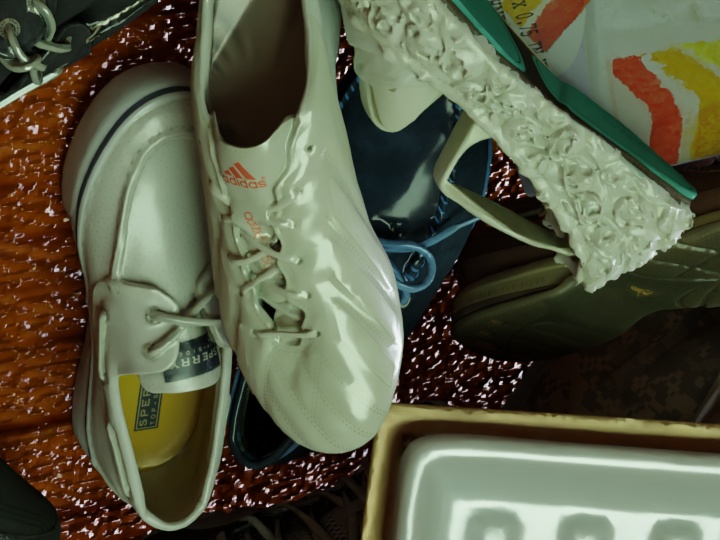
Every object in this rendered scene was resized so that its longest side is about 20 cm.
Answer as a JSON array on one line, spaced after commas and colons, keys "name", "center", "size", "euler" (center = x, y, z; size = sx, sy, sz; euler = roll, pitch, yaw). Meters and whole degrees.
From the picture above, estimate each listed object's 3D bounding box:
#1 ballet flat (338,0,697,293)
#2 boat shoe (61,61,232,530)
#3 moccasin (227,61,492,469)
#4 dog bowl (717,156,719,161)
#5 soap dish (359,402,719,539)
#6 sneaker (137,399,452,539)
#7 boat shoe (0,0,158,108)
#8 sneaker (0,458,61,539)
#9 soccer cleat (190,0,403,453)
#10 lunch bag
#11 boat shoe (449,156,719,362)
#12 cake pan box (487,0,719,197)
[{"name": "ballet flat", "center": [0.042, -0.059, 0.945], "size": [0.072, 0.072, 0.200], "euler": [-45, 117, 8]}, {"name": "boat shoe", "center": [-0.074, 0.017, 1.012], "size": [0.071, 0.070, 0.200], "euler": [-10, 130, -25]}, {"name": "moccasin", "center": [0.000, 0.000, 1.026], "size": [0.068, 0.080, 0.200], "euler": [-46, 155, -56]}, {"name": "dog bowl", "center": [0.215, -0.115, 1.096], "size": [0.200, 0.059, 0.200], "euler": [-17, 132, -19]}, {"name": "soap dish", "center": [0.087, 0.131, 1.037], "size": [0.200, 0.081, 0.157], "euler": [5, 97, -17]}, {"name": "sneaker", "center": [-0.012, 0.098, 1.086], "size": [0.200, 0.075, 0.116], "euler": [-7, 141, -33]}, {"name": "boat shoe", "center": [-0.122, -0.075, 0.897], "size": [0.200, 0.063, 0.073], "euler": [-31, 138, 4]}, {"name": "sneaker", "center": [-0.170, 0.058, 0.982], "size": [0.079, 0.075, 0.200], "euler": [-46, 136, 6]}, {"name": "soccer cleat", "center": [-0.029, -0.027, 0.946], "size": [0.069, 0.078, 0.200], "euler": [-6, 99, 13]}, {"name": "lunch bag", "center": [0.165, 0.063, 1.170], "size": [0.164, 0.118, 0.200], "euler": [10, 124, -37]}, {"name": "boat shoe", "center": [0.123, -0.022, 1.049], "size": [0.200, 0.068, 0.072], "euler": [-17, 151, 28]}, {"name": "cake pan box", "center": [0.124, -0.133, 0.968], "size": [0.184, 0.052, 0.200], "euler": [-12, 128, 7]}]
